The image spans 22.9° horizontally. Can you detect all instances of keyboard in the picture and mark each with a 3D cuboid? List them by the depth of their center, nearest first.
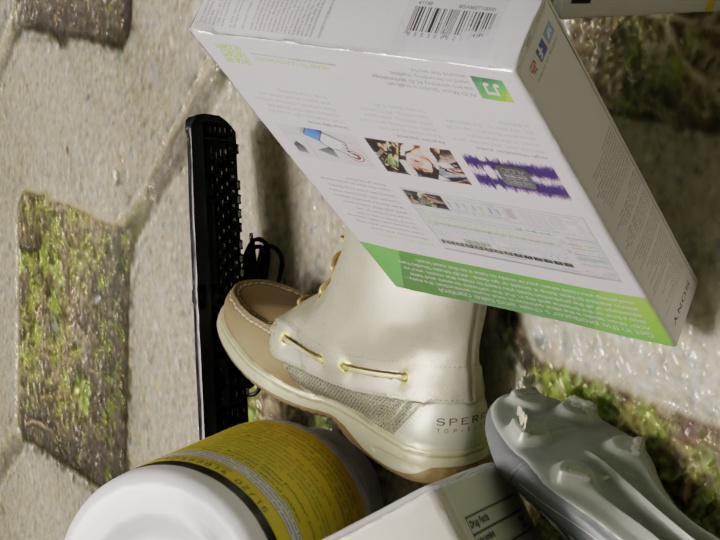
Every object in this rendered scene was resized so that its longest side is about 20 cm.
[{"bbox_3d":[-0.068,0.012,1.019,0.104,0.039,0.202,-15,-76,-80],"label":"keyboard"}]

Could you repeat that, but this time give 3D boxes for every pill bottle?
[{"bbox_3d":[-0.059,0.136,0.901,0.110,0.200,0.113,2,97,20],"label":"pill bottle"}]

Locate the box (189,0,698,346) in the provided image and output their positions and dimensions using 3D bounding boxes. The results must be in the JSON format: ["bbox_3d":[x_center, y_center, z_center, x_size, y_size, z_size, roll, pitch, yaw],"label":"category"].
[{"bbox_3d":[0.039,-0.042,0.702,0.143,0.200,0.037,12,65,33],"label":"box"}]

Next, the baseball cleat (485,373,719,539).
[{"bbox_3d":[0.112,0.133,0.754,0.200,0.069,0.107,42,130,47],"label":"baseball cleat"}]

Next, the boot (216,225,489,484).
[{"bbox_3d":[0.000,0.000,0.904,0.199,0.072,0.156,30,122,46],"label":"boot"}]

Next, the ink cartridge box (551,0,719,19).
[{"bbox_3d":[0.067,-0.170,0.634,0.076,0.198,0.149,45,133,44],"label":"ink cartridge box"}]

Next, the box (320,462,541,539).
[{"bbox_3d":[0.045,0.197,0.752,0.108,0.128,0.201,-28,81,14],"label":"box"}]
